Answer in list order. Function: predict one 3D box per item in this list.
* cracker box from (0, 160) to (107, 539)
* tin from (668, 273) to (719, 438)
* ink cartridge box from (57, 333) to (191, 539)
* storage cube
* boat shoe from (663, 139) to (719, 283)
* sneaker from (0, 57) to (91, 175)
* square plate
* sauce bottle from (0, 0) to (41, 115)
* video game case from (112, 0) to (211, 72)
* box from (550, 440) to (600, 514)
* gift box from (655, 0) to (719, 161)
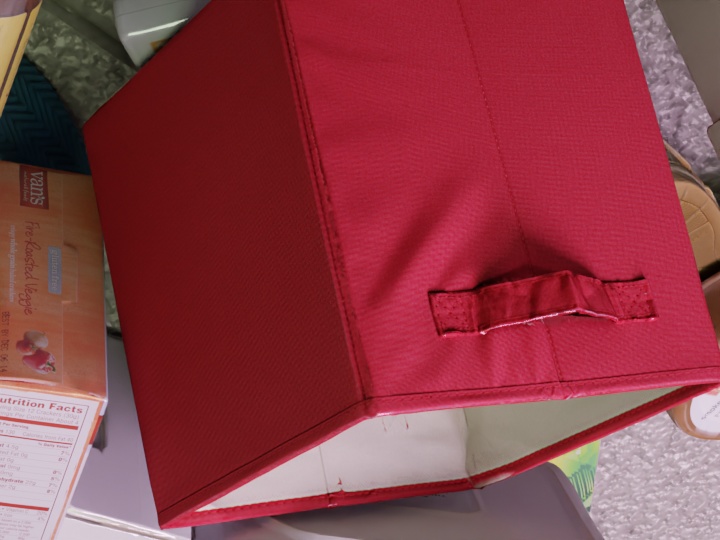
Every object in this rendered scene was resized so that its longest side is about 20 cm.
[{"bbox_3d":[-0.163,0.069,0.889,0.058,0.134,0.200,10,132,-18],"label":"cracker box"},{"bbox_3d":[0.232,0.041,1.021,0.200,0.042,0.112,5,131,-38],"label":"tin"},{"bbox_3d":[-0.153,0.149,1.029,0.084,0.144,0.200,16,124,-20],"label":"ink cartridge box"},{"bbox_3d":[0.012,-0.011,0.802,0.171,0.180,0.200,-3,162,-33],"label":"storage cube"},{"bbox_3d":[0.154,-0.015,0.998,0.074,0.069,0.200,-28,147,5],"label":"boat shoe"},{"bbox_3d":[-0.203,-0.072,0.906,0.081,0.077,0.200,-34,119,28],"label":"sneaker"},{"bbox_3d":[0.021,0.111,0.907,0.199,0.198,0.029,8,103,-8],"label":"square plate"},{"bbox_3d":[-0.155,-0.113,0.782,0.065,0.065,0.200,15,128,-19],"label":"sauce bottle"},{"bbox_3d":[0.000,-0.095,0.871,0.182,0.022,0.200,-13,166,2],"label":"video game case"},{"bbox_3d":[0.029,0.129,1.110,0.199,0.036,0.145,-3,128,-7],"label":"box"},{"bbox_3d":[0.267,-0.079,0.891,0.200,0.187,0.184,36,116,-28],"label":"gift box"}]
